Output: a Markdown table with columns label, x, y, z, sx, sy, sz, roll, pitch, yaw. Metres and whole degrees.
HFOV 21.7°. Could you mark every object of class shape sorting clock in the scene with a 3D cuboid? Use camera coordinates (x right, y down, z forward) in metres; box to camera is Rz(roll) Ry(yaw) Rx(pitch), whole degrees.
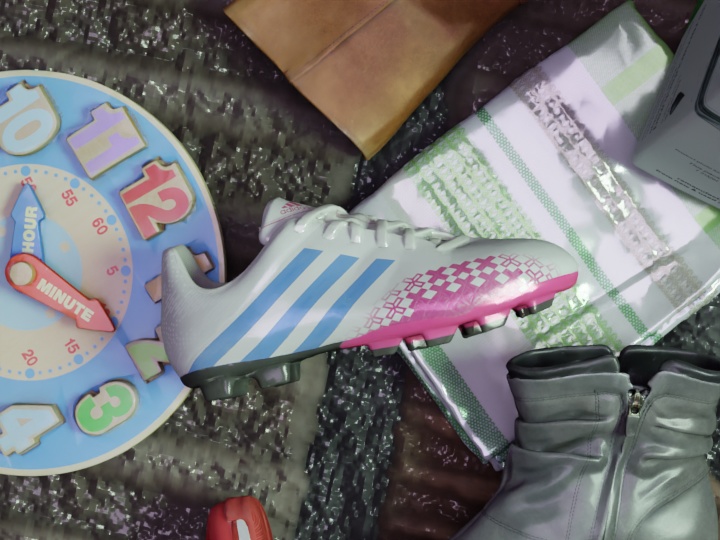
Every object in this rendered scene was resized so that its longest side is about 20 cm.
| label | x | y | z | sx | sy | sz | roll | pitch | yaw |
| --- | --- | --- | --- | --- | --- | --- | --- | --- | --- |
| shape sorting clock | -0.165 | 0.001 | 0.926 | 0.198 | 0.039 | 0.202 | 0 | 89 | 2 |

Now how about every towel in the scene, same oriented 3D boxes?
| label | x | y | z | sx | sy | sz | roll | pitch | yaw |
| --- | --- | --- | --- | --- | --- | --- | --- | --- | --- |
| towel | 0.098 | -0.018 | 0.923 | 0.200 | 0.031 | 0.149 | -38 | 89 | 1 |

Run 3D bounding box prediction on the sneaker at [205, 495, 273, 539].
| label | x | y | z | sx | sy | sz | roll | pitch | yaw |
| --- | --- | --- | --- | --- | --- | --- | --- | --- | --- |
| sneaker | -0.098 | 0.209 | 0.903 | 0.115 | 0.078 | 0.202 | 1 | 88 | 1 |

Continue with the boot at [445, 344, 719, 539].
| label | x | y | z | sx | sy | sz | roll | pitch | yaw |
| --- | --- | --- | --- | --- | --- | --- | --- | --- | --- |
| boot | 0.076 | 0.100 | 0.888 | 0.199 | 0.070 | 0.133 | -9 | 109 | -9 |

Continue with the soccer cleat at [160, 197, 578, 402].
| label | x | y | z | sx | sy | sz | roll | pitch | yaw |
| --- | --- | --- | --- | --- | --- | --- | --- | --- | --- |
| soccer cleat | 0.000 | 0.000 | 0.878 | 0.199 | 0.070 | 0.087 | -14 | 87 | 2 |

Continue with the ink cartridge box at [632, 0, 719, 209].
| label | x | y | z | sx | sy | sz | roll | pitch | yaw |
| --- | --- | --- | --- | --- | --- | --- | --- | --- | --- |
| ink cartridge box | 0.204 | -0.112 | 0.823 | 0.083 | 0.200 | 0.147 | 25 | 79 | -3 |

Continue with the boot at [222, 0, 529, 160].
| label | x | y | z | sx | sy | sz | roll | pitch | yaw |
| --- | --- | --- | --- | --- | --- | --- | --- | --- | --- |
| boot | 0.014 | -0.186 | 0.924 | 0.200 | 0.068 | 0.189 | -39 | 95 | 8 |
